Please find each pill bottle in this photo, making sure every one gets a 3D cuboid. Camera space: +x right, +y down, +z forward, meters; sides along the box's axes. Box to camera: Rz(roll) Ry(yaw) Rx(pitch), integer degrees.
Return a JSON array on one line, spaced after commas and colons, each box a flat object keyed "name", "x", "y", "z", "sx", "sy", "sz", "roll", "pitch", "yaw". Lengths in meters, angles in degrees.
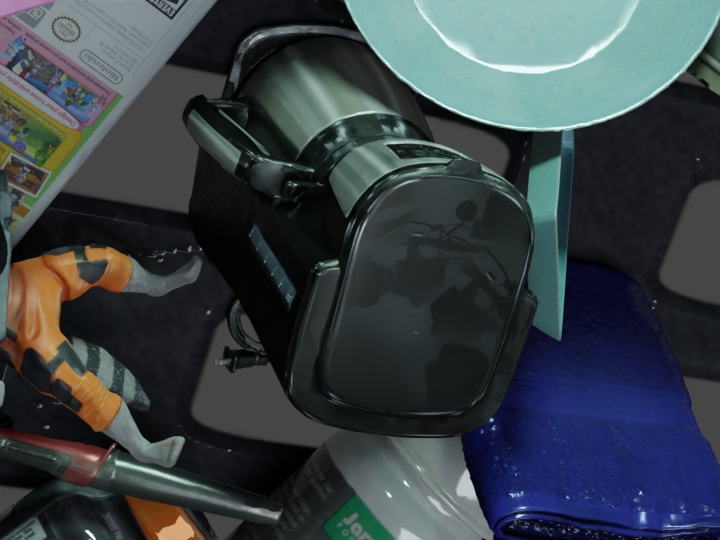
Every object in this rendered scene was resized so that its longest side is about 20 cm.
[{"name": "pill bottle", "x": -0.007, "y": 0.158, "z": 1.332, "sx": 0.200, "sy": 0.113, "sz": 0.113, "roll": -45, "pitch": 122, "yaw": 6}, {"name": "pill bottle", "x": -0.170, "y": 0.179, "z": 1.288, "sx": 0.199, "sy": 0.106, "sz": 0.106, "roll": -35, "pitch": 123, "yaw": 0}]

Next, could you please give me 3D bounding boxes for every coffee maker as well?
[{"name": "coffee maker", "x": 0.000, "y": 0.000, "z": 1.201, "sx": 0.134, "sy": 0.200, "sz": 0.193, "roll": -13, "pitch": 120, "yaw": -12}]

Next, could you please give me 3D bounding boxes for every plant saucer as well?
[{"name": "plant saucer", "x": 0.083, "y": -0.161, "z": 1.198, "sx": 0.199, "sy": 0.039, "sz": 0.203, "roll": 1, "pitch": 78, "yaw": -3}, {"name": "plant saucer", "x": 0.095, "y": -0.045, "z": 1.224, "sx": 0.019, "sy": 0.200, "sz": 0.070, "roll": -1, "pitch": 120, "yaw": 7}]

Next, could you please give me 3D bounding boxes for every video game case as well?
[{"name": "video game case", "x": -0.192, "y": -0.127, "z": 1.170, "sx": 0.200, "sy": 0.022, "sz": 0.182, "roll": 35, "pitch": 100, "yaw": -32}]

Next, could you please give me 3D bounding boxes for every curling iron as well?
[{"name": "curling iron", "x": -0.134, "y": 0.093, "z": 1.246, "sx": 0.199, "sy": 0.050, "sz": 0.026, "roll": 16, "pitch": 122, "yaw": 7}]

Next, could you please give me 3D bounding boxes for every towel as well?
[{"name": "towel", "x": 0.108, "y": 0.074, "z": 1.285, "sx": 0.147, "sy": 0.201, "sz": 0.050, "roll": 8, "pitch": 130, "yaw": -23}]

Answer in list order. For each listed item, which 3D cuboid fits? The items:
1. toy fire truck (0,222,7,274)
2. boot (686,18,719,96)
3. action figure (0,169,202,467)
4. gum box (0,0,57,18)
[{"name": "toy fire truck", "x": -0.283, "y": -0.039, "z": 1.095, "sx": 0.128, "sy": 0.199, "sz": 0.177, "roll": -27, "pitch": 102, "yaw": -42}, {"name": "boot", "x": 0.219, "y": -0.185, "z": 1.206, "sx": 0.072, "sy": 0.182, "sz": 0.201, "roll": 15, "pitch": 115, "yaw": -45}, {"name": "action figure", "x": -0.181, "y": 0.049, "z": 1.186, "sx": 0.192, "sy": 0.105, "sz": 0.201, "roll": 15, "pitch": 69, "yaw": -18}, {"name": "gum box", "x": -0.110, "y": -0.199, "z": 1.115, "sx": 0.199, "sy": 0.066, "sz": 0.114, "roll": -21, "pitch": 117, "yaw": -18}]
